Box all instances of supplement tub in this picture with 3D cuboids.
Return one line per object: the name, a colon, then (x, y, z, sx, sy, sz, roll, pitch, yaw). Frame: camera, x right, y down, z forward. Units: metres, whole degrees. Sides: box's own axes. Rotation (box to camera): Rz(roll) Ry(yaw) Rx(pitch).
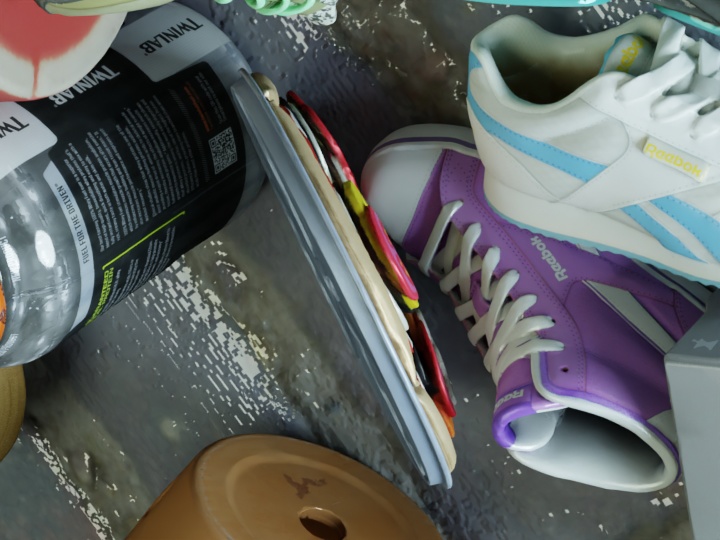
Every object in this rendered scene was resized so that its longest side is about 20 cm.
supplement tub: (-0.141, -0.037, 0.878, 0.122, 0.200, 0.123, 17, 124, 27)

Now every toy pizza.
toy pizza: (0.000, 0.000, 0.842, 0.200, 0.032, 0.200, 63, 177, 7)

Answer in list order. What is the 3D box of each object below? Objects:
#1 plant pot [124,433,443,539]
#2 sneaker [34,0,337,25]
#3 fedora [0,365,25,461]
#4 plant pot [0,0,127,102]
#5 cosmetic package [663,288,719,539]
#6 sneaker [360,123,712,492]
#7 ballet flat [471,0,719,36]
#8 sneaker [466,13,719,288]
plant pot: (-0.045, 0.175, 0.952, 0.200, 0.200, 0.140, 34, 115, 16)
sneaker: (-0.030, -0.123, 0.768, 0.089, 0.200, 0.077, 86, 159, -45)
fedora: (-0.254, 0.027, 1.073, 0.200, 0.082, 0.201, 15, 128, 20)
plant pot: (-0.196, -0.151, 0.791, 0.177, 0.200, 0.201, 11, 122, 25)
cosmetic package: (0.189, 0.100, 0.781, 0.090, 0.107, 0.200, 7, 122, 34)
sneaker: (0.065, 0.015, 0.817, 0.200, 0.114, 0.073, 33, 132, 18)
ballet flat: (0.105, -0.124, 0.722, 0.200, 0.068, 0.069, 11, 113, 5)
sneaker: (0.127, -0.049, 0.750, 0.200, 0.077, 0.081, 10, 136, 32)
